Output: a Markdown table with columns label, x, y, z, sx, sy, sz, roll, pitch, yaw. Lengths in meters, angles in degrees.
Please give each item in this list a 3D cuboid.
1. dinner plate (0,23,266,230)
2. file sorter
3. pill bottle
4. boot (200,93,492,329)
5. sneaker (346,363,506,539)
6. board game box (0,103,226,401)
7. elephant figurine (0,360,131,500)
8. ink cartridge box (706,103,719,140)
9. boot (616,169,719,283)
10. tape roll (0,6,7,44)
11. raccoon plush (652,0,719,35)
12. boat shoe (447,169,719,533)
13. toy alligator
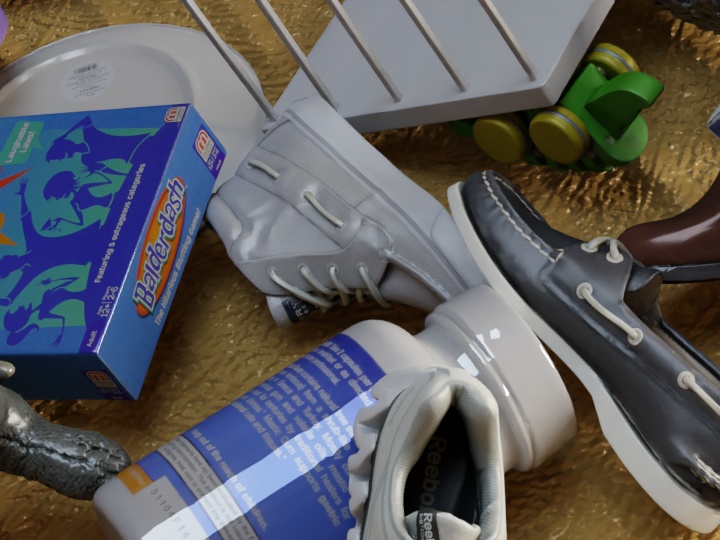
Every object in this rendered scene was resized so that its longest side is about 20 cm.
| label | x | y | z | sx | sy | sz | roll | pitch | yaw |
| --- | --- | --- | --- | --- | --- | --- | --- | --- | --- |
| dinner plate | -0.149 | -0.072 | 1.380 | 0.198 | 0.024 | 0.201 | -9 | 45 | 9 |
| file sorter | 0.022 | -0.165 | 1.294 | 0.199 | 0.125 | 0.139 | -6 | 42 | 45 |
| pill bottle | -0.007 | 0.092 | 1.112 | 0.199 | 0.112 | 0.112 | -32 | 46 | -12 |
| boot | 0.000 | 0.000 | 1.240 | 0.096 | 0.074 | 0.200 | -44 | 48 | -3 |
| sneaker | 0.024 | 0.135 | 1.013 | 0.074 | 0.081 | 0.202 | 5 | 81 | -12 |
| board game box | -0.181 | -0.008 | 1.280 | 0.199 | 0.045 | 0.153 | -3 | 53 | 29 |
| elephant figurine | -0.228 | 0.046 | 1.149 | 0.155 | 0.142 | 0.199 | -35 | 45 | -30 |
| ink cartridge box | 0.277 | -0.073 | 1.144 | 0.196 | 0.043 | 0.200 | 41 | 59 | -5 |
| boot | 0.181 | -0.103 | 1.180 | 0.187 | 0.202 | 0.068 | -18 | 0 | 0 |
| tape roll | -0.298 | -0.121 | 1.385 | 0.199 | 0.085 | 0.200 | -25 | 24 | 12 |
| raccoon plush | 0.177 | -0.127 | 1.308 | 0.199 | 0.096 | 0.135 | -25 | 51 | 38 |
| boat shoe | 0.113 | 0.023 | 1.129 | 0.060 | 0.074 | 0.200 | -45 | 62 | 18 |
| toy alligator | 0.084 | -0.075 | 1.284 | 0.199 | 0.054 | 0.059 | 3 | 45 | 49 |
